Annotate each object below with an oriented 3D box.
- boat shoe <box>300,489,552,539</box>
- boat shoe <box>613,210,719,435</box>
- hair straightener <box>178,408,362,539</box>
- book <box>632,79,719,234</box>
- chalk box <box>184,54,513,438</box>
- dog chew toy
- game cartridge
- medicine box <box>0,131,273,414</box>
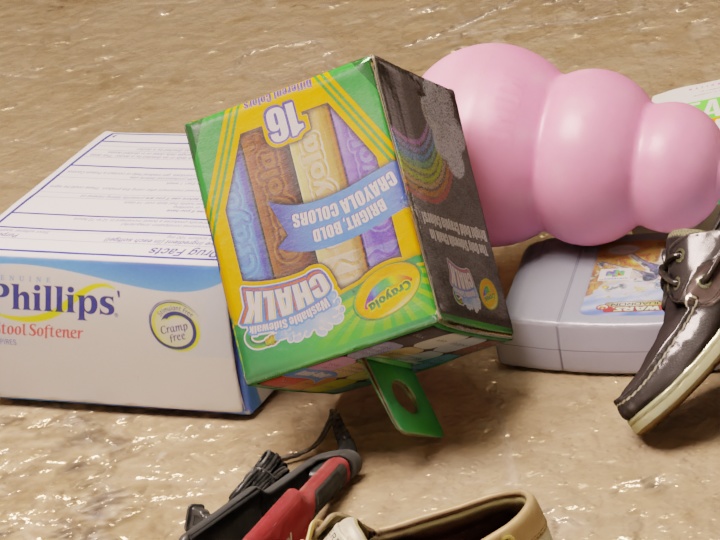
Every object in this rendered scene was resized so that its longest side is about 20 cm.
[{"bbox_3d":[-0.001,0.151,1.399,0.199,0.067,0.074,-13,24,-10],"label":"boat shoe"},{"bbox_3d":[0.195,0.000,1.576,0.200,0.065,0.073,-52,0,-14],"label":"boat shoe"},{"bbox_3d":[-0.057,0.119,1.519,0.077,0.041,0.200,1,22,20],"label":"hair straightener"},{"bbox_3d":[0.250,-0.072,1.861,0.133,0.048,0.200,-8,25,13],"label":"book"},{"bbox_3d":[0.000,0.000,1.599,0.124,0.201,0.124,-17,-13,21],"label":"chalk box"},{"bbox_3d":[0.127,-0.070,1.720,0.199,0.125,0.125,8,27,17],"label":"dog chew toy"},{"bbox_3d":[0.184,0.017,1.684,0.199,0.042,0.133,-3,20,14],"label":"game cartridge"},{"bbox_3d":[-0.114,-0.003,1.750,0.182,0.103,0.200,3,26,24],"label":"medicine box"}]
